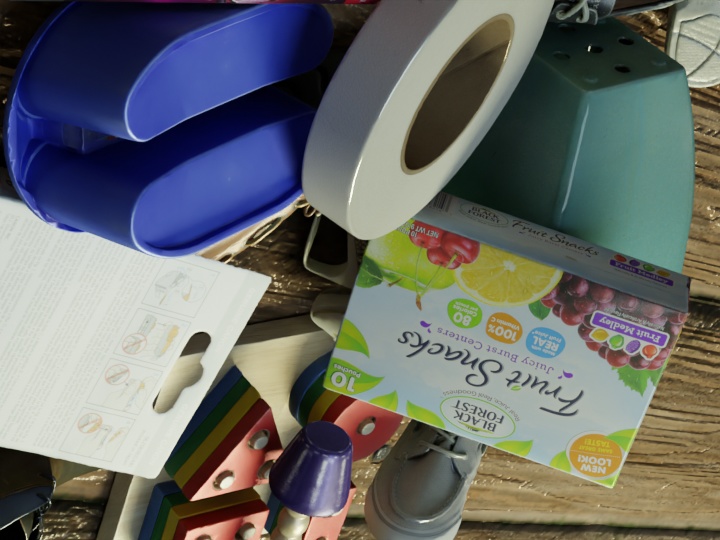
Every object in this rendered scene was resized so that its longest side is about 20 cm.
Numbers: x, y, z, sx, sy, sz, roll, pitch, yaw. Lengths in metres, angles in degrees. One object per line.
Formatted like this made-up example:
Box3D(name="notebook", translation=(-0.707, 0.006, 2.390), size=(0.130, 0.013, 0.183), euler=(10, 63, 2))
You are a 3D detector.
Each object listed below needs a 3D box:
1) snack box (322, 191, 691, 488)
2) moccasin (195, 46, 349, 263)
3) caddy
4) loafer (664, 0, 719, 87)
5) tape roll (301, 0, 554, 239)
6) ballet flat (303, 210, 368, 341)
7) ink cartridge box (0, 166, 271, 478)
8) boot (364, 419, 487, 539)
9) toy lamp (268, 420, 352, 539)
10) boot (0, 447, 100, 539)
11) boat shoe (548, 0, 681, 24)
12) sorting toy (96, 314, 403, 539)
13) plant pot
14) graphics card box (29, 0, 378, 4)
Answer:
Box3D(name="snack box", translation=(0.091, 0.040, 1.273), size=(0.053, 0.200, 0.142), euler=(-68, 176, -58))
Box3D(name="moccasin", translation=(-0.043, -0.064, 1.219), size=(0.201, 0.074, 0.078), euler=(-41, 149, -3))
Box3D(name="caddy", translation=(-0.105, -0.092, 1.102), size=(0.200, 0.105, 0.142), euler=(-28, 130, -42))
Box3D(name="loafer", translation=(0.243, -0.222, 1.354), size=(0.072, 0.063, 0.200), euler=(7, 126, -7))
Box3D(name="tape roll", translation=(0.042, -0.109, 1.141), size=(0.203, 0.037, 0.203), euler=(-48, 163, -20))
Box3D(name="ballet flat", translation=(0.000, 0.000, 1.333), size=(0.075, 0.068, 0.200), euler=(-2, 123, 0))
Box3D(name="ink cartridge box", translation=(-0.177, 0.033, 1.180), size=(0.200, 0.057, 0.163), euler=(14, 116, -39))
Box3D(name="boot", translation=(0.057, 0.117, 1.450), size=(0.200, 0.073, 0.096), euler=(-65, 171, -61))
Box3D(name="toy lamp", translation=(-0.051, 0.187, 1.367), size=(0.058, 0.058, 0.200), euler=(-10, 135, -37))
Box3D(name="boot", translation=(-0.208, 0.143, 1.253), size=(0.200, 0.097, 0.075), euler=(-13, 136, -34))
Box3D(name="boat shoe", translation=(0.136, -0.191, 1.266), size=(0.200, 0.064, 0.071), euler=(-13, 135, -34))
Box3D(name="sorting toy", translation=(-0.066, 0.132, 1.403), size=(0.200, 0.070, 0.199), euler=(-9, 133, -38))
Box3D(name="plant pot", translation=(0.137, -0.062, 1.343), size=(0.141, 0.141, 0.200), euler=(-15, 132, -33))
Box3D(name="graphics card box", translation=(-0.072, -0.175, 0.990), size=(0.200, 0.051, 0.125), euler=(0, 166, -14))
